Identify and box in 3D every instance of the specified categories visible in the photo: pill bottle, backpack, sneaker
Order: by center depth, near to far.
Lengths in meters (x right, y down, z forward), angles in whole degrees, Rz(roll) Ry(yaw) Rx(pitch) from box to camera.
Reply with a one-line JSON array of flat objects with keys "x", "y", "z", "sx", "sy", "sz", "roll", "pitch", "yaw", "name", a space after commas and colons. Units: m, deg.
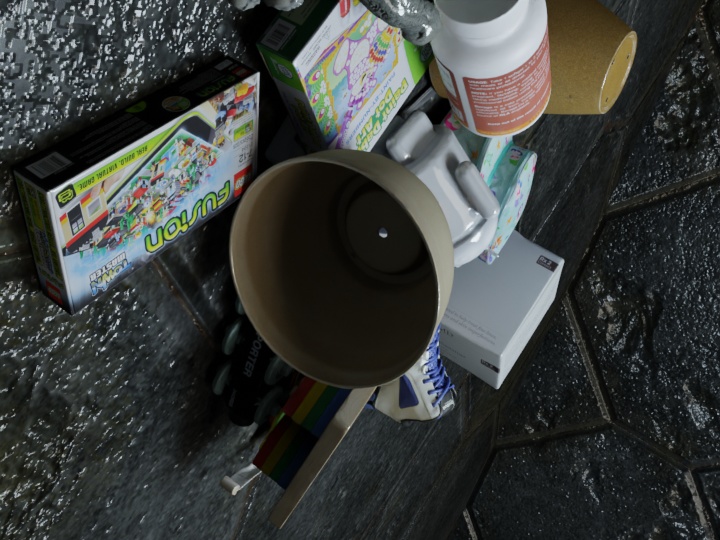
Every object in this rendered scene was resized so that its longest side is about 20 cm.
[{"x": 0.126, "y": -0.219, "z": 0.759, "sx": 0.113, "sy": 0.111, "sz": 0.200, "roll": -58, "pitch": 159, "yaw": -6, "name": "pill bottle"}, {"x": 0.078, "y": 0.115, "z": 0.971, "sx": 0.080, "sy": 0.114, "sz": 0.202, "roll": -31, "pitch": 149, "yaw": -56, "name": "sneaker"}, {"x": 0.151, "y": -0.121, "z": 1.061, "sx": 0.178, "sy": 0.148, "sz": 0.203, "roll": -52, "pitch": 151, "yaw": -39, "name": "backpack"}]

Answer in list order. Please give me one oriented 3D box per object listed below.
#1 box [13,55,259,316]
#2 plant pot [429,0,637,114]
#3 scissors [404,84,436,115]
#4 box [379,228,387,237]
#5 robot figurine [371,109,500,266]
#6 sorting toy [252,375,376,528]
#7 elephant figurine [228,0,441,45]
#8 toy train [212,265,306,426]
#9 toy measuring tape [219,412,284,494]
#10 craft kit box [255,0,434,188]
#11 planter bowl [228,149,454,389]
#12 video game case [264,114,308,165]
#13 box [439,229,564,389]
[{"x": -0.151, "y": -0.068, "z": 0.580, "sx": 0.200, "sy": 0.034, "sz": 0.111, "roll": -43, "pitch": 153, "yaw": -39, "name": "box"}, {"x": 0.211, "y": -0.261, "z": 0.922, "sx": 0.186, "sy": 0.198, "sz": 0.189, "roll": -44, "pitch": 149, "yaw": -35, "name": "plant pot"}, {"x": 0.111, "y": -0.250, "z": 0.989, "sx": 0.199, "sy": 0.014, "sz": 0.074, "roll": -34, "pitch": 146, "yaw": -48, "name": "scissors"}, {"x": 0.000, "y": 0.000, "z": 0.880, "sx": 0.042, "sy": 0.117, "sz": 0.202, "roll": -103, "pitch": -149, "yaw": -54, "name": "box"}, {"x": 0.088, "y": -0.086, "z": 0.920, "sx": 0.113, "sy": 0.168, "sz": 0.201, "roll": -47, "pitch": 117, "yaw": -22, "name": "robot figurine"}, {"x": -0.034, "y": 0.140, "z": 0.847, "sx": 0.199, "sy": 0.069, "sz": 0.201, "roll": -50, "pitch": 173, "yaw": -49, "name": "sorting toy"}, {"x": -0.014, "y": -0.249, "z": 0.542, "sx": 0.198, "sy": 0.142, "sz": 0.156, "roll": -25, "pitch": 154, "yaw": -45, "name": "elephant figurine"}, {"x": -0.088, "y": 0.071, "z": 0.832, "sx": 0.114, "sy": 0.084, "sz": 0.203, "roll": -34, "pitch": 149, "yaw": -57, "name": "toy train"}, {"x": -0.101, "y": 0.206, "z": 0.989, "sx": 0.199, "sy": 0.073, "sz": 0.075, "roll": -25, "pitch": 139, "yaw": -57, "name": "toy measuring tape"}, {"x": 0.004, "y": -0.206, "z": 0.707, "sx": 0.202, "sy": 0.048, "sz": 0.198, "roll": -56, "pitch": 161, "yaw": -13, "name": "craft kit box"}, {"x": 0.000, "y": -0.018, "z": 0.701, "sx": 0.135, "sy": 0.197, "sz": 0.203, "roll": -41, "pitch": 152, "yaw": -55, "name": "planter bowl"}, {"x": -0.013, "y": -0.170, "z": 0.791, "sx": 0.202, "sy": 0.018, "sz": 0.143, "roll": -59, "pitch": 159, "yaw": -5, "name": "video game case"}, {"x": 0.188, "y": 0.039, "z": 1.260, "sx": 0.201, "sy": 0.197, "sz": 0.131, "roll": -51, "pitch": 156, "yaw": -21, "name": "box"}]
